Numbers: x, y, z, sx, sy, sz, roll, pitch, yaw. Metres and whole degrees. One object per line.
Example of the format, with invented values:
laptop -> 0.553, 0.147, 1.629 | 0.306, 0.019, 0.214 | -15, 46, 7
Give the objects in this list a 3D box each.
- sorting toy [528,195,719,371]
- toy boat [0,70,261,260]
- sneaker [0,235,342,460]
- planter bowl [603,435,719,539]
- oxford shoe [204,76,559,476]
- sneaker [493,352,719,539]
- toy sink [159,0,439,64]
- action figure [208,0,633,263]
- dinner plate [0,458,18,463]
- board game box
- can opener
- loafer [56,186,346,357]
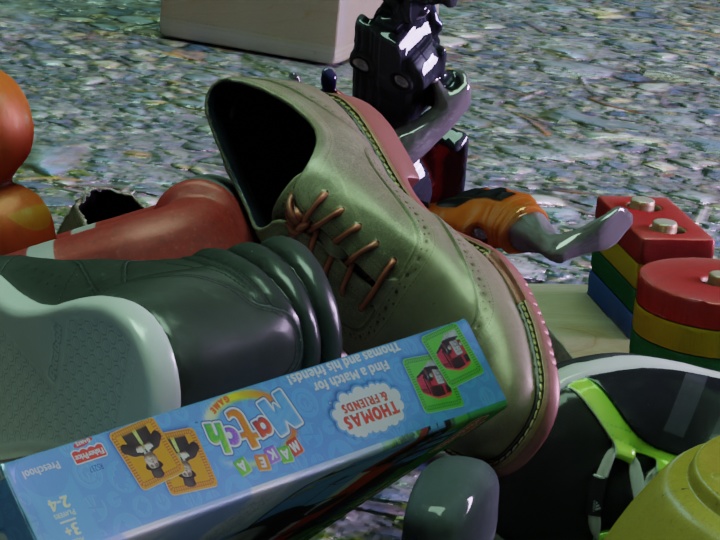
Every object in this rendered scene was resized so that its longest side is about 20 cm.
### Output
sorting toy -> 0.188, 0.022, 1.227 | 0.199, 0.070, 0.199 | 2, 17, -12
toy boat -> -0.142, -0.016, 1.078 | 0.199, 0.131, 0.131 | -16, 3, 4
sneaker -> -0.081, 0.024, 0.951 | 0.099, 0.071, 0.200 | -10, 10, -34
planter bowl -> 0.133, 0.097, 0.794 | 0.200, 0.084, 0.200 | 7, 19, -2
oxford shoe -> 0.000, 0.000, 1.024 | 0.075, 0.071, 0.200 | 20, 22, -44
sneaker -> 0.137, 0.074, 1.031 | 0.199, 0.072, 0.083 | -3, 20, -23
toy sink -> -0.033, -0.219, 1.902 | 0.130, 0.112, 0.200 | 12, 18, 21
action figure -> 0.015, -0.031, 1.124 | 0.193, 0.200, 0.105 | 31, 55, 32
dinner plate -> -0.123, 0.072, 0.976 | 0.199, 0.024, 0.200 | -11, 6, 1
board game box -> -0.070, 0.080, 0.853 | 0.200, 0.037, 0.151 | -14, -17, -48
can opener -> -0.007, 0.102, 0.898 | 0.053, 0.067, 0.200 | 11, 11, 23
loafer -> -0.073, 0.013, 1.176 | 0.073, 0.071, 0.200 | -10, 22, -41
